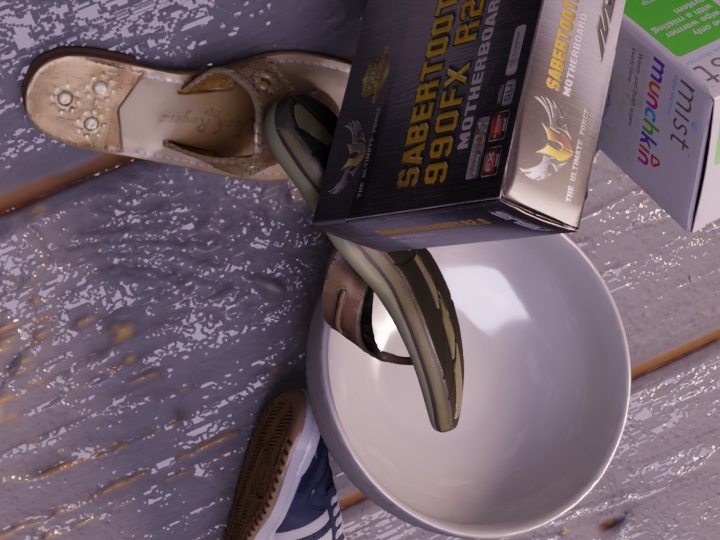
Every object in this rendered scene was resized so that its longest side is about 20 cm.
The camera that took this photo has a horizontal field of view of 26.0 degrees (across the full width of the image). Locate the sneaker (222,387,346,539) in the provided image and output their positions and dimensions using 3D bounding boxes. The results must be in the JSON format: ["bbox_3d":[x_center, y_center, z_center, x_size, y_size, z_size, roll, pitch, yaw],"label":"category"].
[{"bbox_3d":[-0.024,0.164,0.980,0.108,0.070,0.200,10,117,-17],"label":"sneaker"}]

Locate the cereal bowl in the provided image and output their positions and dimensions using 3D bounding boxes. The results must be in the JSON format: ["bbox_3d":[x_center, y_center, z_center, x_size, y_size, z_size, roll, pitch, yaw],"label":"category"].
[{"bbox_3d":[0.056,0.060,0.931,0.200,0.083,0.201,4,78,-20],"label":"cereal bowl"}]

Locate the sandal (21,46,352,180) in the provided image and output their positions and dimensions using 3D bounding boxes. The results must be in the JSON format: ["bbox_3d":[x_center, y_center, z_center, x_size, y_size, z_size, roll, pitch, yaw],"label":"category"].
[{"bbox_3d":[-0.075,-0.078,0.853,0.211,0.070,0.078,3,112,-20],"label":"sandal"}]

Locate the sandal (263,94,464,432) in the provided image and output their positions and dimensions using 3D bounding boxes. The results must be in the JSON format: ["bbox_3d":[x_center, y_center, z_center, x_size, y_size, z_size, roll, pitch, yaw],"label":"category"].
[{"bbox_3d":[0.000,-0.001,0.847,0.057,0.080,0.201,-28,101,19],"label":"sandal"}]

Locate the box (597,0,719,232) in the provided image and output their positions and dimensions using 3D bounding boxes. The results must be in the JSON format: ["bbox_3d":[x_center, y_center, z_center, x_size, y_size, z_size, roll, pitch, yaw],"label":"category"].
[{"bbox_3d":[0.202,-0.136,0.830,0.200,0.177,0.097,-24,140,-19],"label":"box"}]

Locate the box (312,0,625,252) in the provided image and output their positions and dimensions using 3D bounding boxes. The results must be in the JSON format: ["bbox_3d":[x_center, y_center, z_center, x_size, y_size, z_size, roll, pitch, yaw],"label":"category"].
[{"bbox_3d":[0.057,-0.113,0.746,0.048,0.158,0.201,21,77,-30],"label":"box"}]
